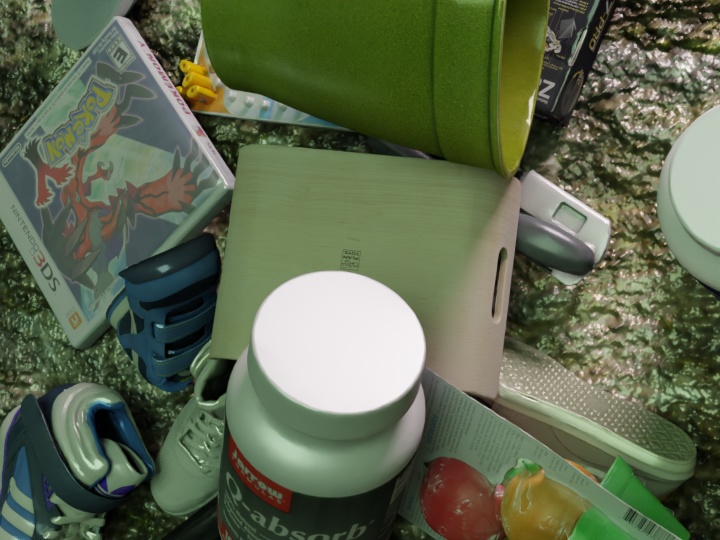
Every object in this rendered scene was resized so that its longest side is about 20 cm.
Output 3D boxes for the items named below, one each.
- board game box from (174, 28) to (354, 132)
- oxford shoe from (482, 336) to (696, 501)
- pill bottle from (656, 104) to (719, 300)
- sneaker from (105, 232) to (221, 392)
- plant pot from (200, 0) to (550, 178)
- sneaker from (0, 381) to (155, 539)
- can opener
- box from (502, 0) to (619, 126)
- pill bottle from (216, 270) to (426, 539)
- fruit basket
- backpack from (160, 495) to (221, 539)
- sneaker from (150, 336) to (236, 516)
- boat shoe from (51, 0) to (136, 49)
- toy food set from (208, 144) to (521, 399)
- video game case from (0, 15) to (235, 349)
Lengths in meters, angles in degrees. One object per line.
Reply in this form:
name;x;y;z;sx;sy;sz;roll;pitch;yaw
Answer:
board game box;-0.055;-0.212;0.888;0.199;0.026;0.202;12;89;43
oxford shoe;0.125;0.098;0.792;0.199;0.075;0.058;29;121;24
pill bottle;0.232;-0.036;0.688;0.110;0.200;0.113;-3;82;22
sneaker;-0.132;0.033;0.856;0.073;0.200;0.083;-22;80;-20
plant pot;0.011;-0.168;0.732;0.191;0.200;0.203;7;86;15
sneaker;-0.216;0.185;0.895;0.145;0.080;0.203;-15;71;42
can opener;0.084;-0.061;0.825;0.199;0.067;0.054;36;97;22
box;0.087;-0.214;0.852;0.198;0.049;0.163;24;92;24
pill bottle;-0.024;0.099;0.696;0.114;0.201;0.117;4;50;-5
fruit basket;0.100;0.149;0.746;0.199;0.186;0.094;37;58;20
backpack;-0.046;0.243;0.813;0.163;0.154;0.201;-36;88;18
sneaker;-0.106;0.100;0.859;0.074;0.115;0.200;43;101;19
boat shoe;-0.180;-0.255;0.960;0.200;0.065;0.074;-42;77;35
toy food set;0.000;0.000;0.784;0.198;0.060;0.145;6;81;15
video game case;-0.209;-0.069;0.957;0.200;0.023;0.183;-43;70;21
